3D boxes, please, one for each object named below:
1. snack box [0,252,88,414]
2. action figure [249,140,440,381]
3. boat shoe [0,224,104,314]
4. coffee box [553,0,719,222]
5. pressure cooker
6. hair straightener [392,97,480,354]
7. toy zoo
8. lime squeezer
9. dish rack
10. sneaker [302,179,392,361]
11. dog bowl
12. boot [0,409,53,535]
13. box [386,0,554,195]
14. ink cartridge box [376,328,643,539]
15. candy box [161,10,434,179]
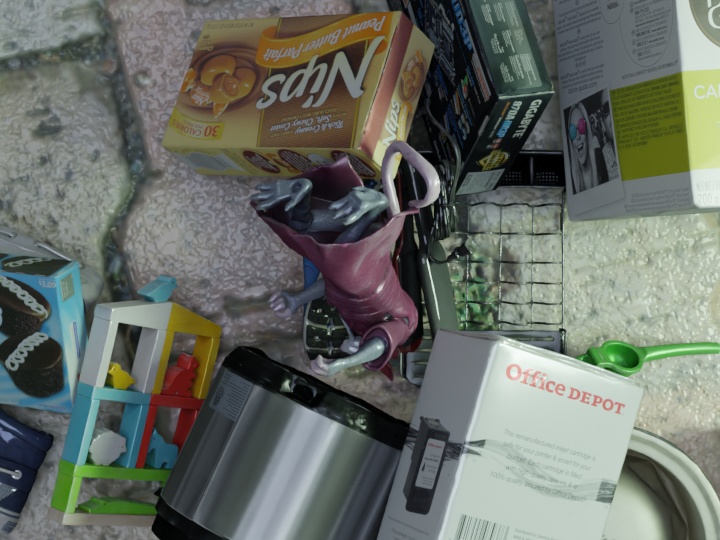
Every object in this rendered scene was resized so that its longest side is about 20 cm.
[{"bbox_3d":[-0.307,0.042,1.292,0.199,0.037,0.117,6,114,22],"label":"snack box"},{"bbox_3d":[0.000,0.000,1.222,0.149,0.134,0.200,-33,134,-4],"label":"action figure"},{"bbox_3d":[-0.302,-0.005,1.333,0.199,0.065,0.074,25,128,11],"label":"boat shoe"},{"bbox_3d":[0.279,-0.145,1.239,0.199,0.200,0.199,-5,90,-18],"label":"coffee box"},{"bbox_3d":[-0.066,0.178,1.274,0.178,0.176,0.201,25,86,3],"label":"pressure cooker"},{"bbox_3d":[0.062,-0.031,1.263,0.077,0.041,0.201,4,101,33],"label":"hair straightener"},{"bbox_3d":[-0.173,0.103,1.304,0.020,0.131,0.201,13,90,37],"label":"toy zoo"},{"bbox_3d":[0.198,0.090,1.328,0.199,0.038,0.071,-28,120,-1],"label":"lime squeezer"},{"bbox_3d":[0.100,0.004,1.334,0.153,0.055,0.201,1,90,1],"label":"dish rack"},{"bbox_3d":[-0.012,-0.020,1.330,0.078,0.089,0.201,3,108,-20],"label":"sneaker"},{"bbox_3d":[0.189,0.219,1.323,0.199,0.074,0.201,0,89,0],"label":"dog bowl"},{"bbox_3d":[-0.352,0.130,1.336,0.199,0.073,0.091,27,82,-6],"label":"boot"},{"bbox_3d":[0.077,-0.179,1.255,0.046,0.159,0.201,-9,68,-16],"label":"box"},{"bbox_3d":[0.107,0.156,1.218,0.145,0.083,0.201,19,85,-29],"label":"ink cartridge box"},{"bbox_3d":[-0.050,-0.134,1.270,0.199,0.055,0.116,4,70,37],"label":"candy box"}]
